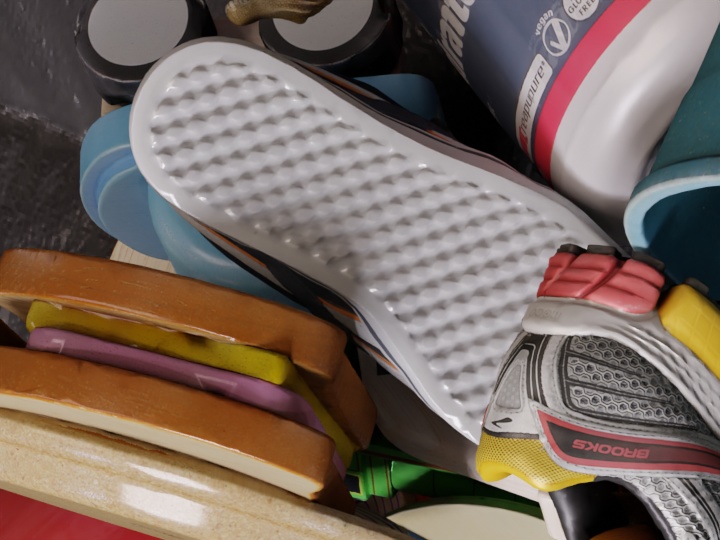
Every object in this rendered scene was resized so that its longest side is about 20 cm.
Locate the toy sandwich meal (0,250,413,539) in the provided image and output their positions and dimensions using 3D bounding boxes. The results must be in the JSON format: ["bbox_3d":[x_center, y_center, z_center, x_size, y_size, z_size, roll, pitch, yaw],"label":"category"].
[{"bbox_3d":[-0.055,0.049,0.917,0.205,0.205,0.070,10,80,44],"label":"toy sandwich meal"}]

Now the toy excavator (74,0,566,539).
[{"bbox_3d":[0.000,0.000,0.972,0.194,0.100,0.201,-5,64,8],"label":"toy excavator"}]

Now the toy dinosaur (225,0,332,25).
[{"bbox_3d":[0.031,-0.154,0.860,0.200,0.058,0.101,-36,81,21],"label":"toy dinosaur"}]

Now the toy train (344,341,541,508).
[{"bbox_3d":[0.008,0.055,1.011,0.199,0.042,0.057,12,132,21],"label":"toy train"}]

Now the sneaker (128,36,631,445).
[{"bbox_3d":[0.017,-0.008,0.893,0.200,0.079,0.079,37,92,-8],"label":"sneaker"}]

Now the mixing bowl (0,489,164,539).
[{"bbox_3d":[-0.107,0.154,1.096,0.200,0.108,0.200,53,162,25],"label":"mixing bowl"}]

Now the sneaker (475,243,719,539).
[{"bbox_3d":[0.103,0.081,0.839,0.078,0.200,0.082,2,54,58],"label":"sneaker"}]

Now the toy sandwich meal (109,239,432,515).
[{"bbox_3d":[-0.019,0.041,1.088,0.205,0.070,0.206,5,98,44],"label":"toy sandwich meal"}]

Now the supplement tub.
[{"bbox_3d":[0.076,-0.120,0.929,0.200,0.140,0.140,54,127,27],"label":"supplement tub"}]

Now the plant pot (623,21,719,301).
[{"bbox_3d":[0.194,-0.067,0.776,0.200,0.200,0.188,7,72,44],"label":"plant pot"}]

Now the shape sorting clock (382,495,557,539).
[{"bbox_3d":[0.065,0.168,1.012,0.200,0.039,0.200,21,129,27],"label":"shape sorting clock"}]
